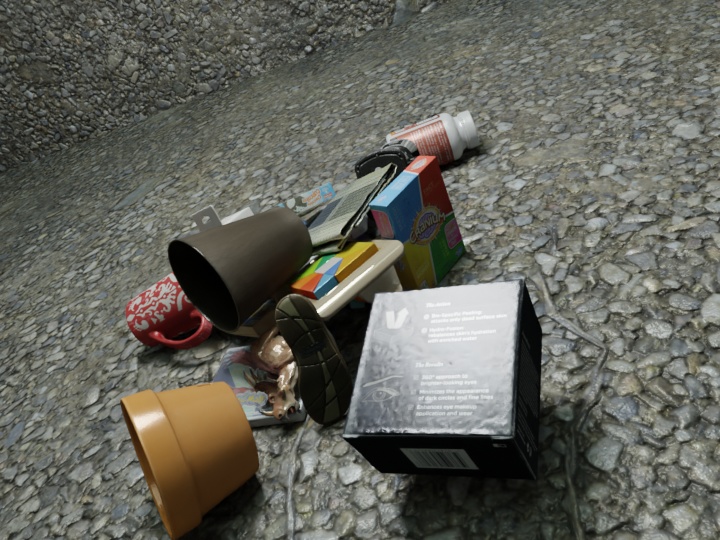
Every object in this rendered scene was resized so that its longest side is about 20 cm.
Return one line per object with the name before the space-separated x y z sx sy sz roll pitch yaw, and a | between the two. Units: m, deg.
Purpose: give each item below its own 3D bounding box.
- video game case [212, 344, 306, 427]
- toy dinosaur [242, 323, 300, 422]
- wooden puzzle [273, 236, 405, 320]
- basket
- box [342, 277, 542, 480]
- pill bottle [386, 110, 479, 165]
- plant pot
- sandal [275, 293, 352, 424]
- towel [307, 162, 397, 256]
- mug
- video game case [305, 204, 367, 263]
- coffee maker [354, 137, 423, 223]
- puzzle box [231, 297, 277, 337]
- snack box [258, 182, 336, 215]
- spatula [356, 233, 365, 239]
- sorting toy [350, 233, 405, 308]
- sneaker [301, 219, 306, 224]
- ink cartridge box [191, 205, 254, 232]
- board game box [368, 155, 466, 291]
video game case | -0.165 0.186 1.051 0.198 0.023 0.183 -12 34 19
toy dinosaur | -0.140 0.142 1.009 0.135 0.086 0.200 -39 29 -12
wooden puzzle | -0.044 0.000 1.031 0.185 0.037 0.200 -39 23 -19
basket | -0.187 -0.017 1.053 0.180 0.136 0.200 45 50 14
box | 0.106 0.129 0.743 0.195 0.118 0.201 -7 50 27
pill bottle | 0.168 -0.296 1.455 0.198 0.113 0.113 -19 32 8
plant pot | -0.231 0.245 0.868 0.139 0.202 0.200 -20 28 -26
sandal | -0.069 0.128 0.926 0.081 0.201 0.055 -24 5 1
towel | -0.030 -0.101 1.141 0.199 0.035 0.193 -16 33 57
mug | -0.359 0.071 1.226 0.199 0.134 0.178 -27 18 18
video game case | -0.059 -0.095 1.330 0.182 0.023 0.201 -33 28 22
coffee maker | 0.071 -0.169 1.304 0.133 0.194 0.200 10 19 12
puzzle box | -0.179 0.071 1.172 0.133 0.026 0.200 -40 16 -25
snack box | -0.157 -0.123 1.331 0.199 0.037 0.116 -30 5 -39
spatula | -0.030 -0.023 1.271 0.056 0.021 0.201 -8 36 22
sorting toy | 0.000 0.000 1.154 0.179 0.107 0.200 0 38 45
sneaker | -0.184 -0.037 1.327 0.199 0.071 0.083 -41 7 17
ink cartridge box | -0.223 -0.045 1.183 0.067 0.201 0.116 -42 18 -31
board game box | 0.104 -0.072 1.083 0.040 0.201 0.153 10 46 42
